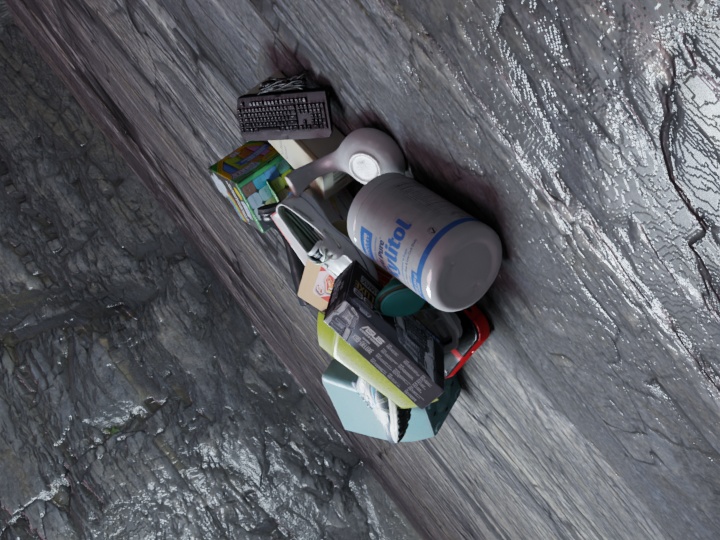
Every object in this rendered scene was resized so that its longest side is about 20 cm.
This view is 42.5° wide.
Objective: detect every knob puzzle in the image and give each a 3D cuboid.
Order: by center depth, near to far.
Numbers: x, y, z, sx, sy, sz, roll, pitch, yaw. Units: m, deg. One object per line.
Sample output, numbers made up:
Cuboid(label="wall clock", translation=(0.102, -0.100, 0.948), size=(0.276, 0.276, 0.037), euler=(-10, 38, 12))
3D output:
Cuboid(label="knob puzzle", translation=(0.000, 0.000, 1.482), size=(0.220, 0.030, 0.220), euler=(13, 116, 28))

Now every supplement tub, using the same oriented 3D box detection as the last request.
Cuboid(label="supplement tub", translation=(0.087, -0.042, 1.287), size=(0.200, 0.132, 0.132), euler=(37, 158, 44))

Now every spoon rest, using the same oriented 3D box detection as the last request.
Cuboid(label="spoon rest", translation=(-0.019, -0.159, 1.390), size=(0.200, 0.061, 0.099), euler=(-9, 121, 35))

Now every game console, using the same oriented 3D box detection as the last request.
Cuboid(label="game console", translation=(0.116, 0.067, 1.538), size=(0.200, 0.031, 0.177), euler=(50, 147, 14))

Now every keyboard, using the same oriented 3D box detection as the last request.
Cuboid(label="keyboard", translation=(-0.131, -0.256, 1.456), size=(0.200, 0.040, 0.104), euler=(3, 104, 38))

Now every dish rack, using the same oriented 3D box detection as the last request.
Cuboid(label="dish rack", translation=(0.082, 0.064, 1.514), size=(0.172, 0.044, 0.200), euler=(57, 147, 0))

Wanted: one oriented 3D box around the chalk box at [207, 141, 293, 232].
Cuboid(label="chalk box", translation=(-0.195, -0.168, 1.856), size=(0.200, 0.124, 0.125), euler=(30, 152, 54))

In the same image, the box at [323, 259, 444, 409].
Cuboid(label="box", translation=(0.039, 0.092, 1.366), size=(0.200, 0.050, 0.158), euler=(43, -162, -11))

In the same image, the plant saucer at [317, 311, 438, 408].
Cuboid(label="plant saucer", translation=(0.012, 0.150, 1.477), size=(0.200, 0.048, 0.200), euler=(38, 176, -11))

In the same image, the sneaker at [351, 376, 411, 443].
Cuboid(label="sneaker", translation=(0.034, 0.213, 1.650), size=(0.086, 0.078, 0.200), euler=(-6, 102, 23))

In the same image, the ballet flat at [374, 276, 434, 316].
Cuboid(label="ballet flat", translation=(0.087, 0.027, 1.373), size=(0.070, 0.200, 0.067), euler=(55, 131, 35))

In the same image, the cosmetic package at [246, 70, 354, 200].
Cuboid(label="cosmetic package", translation=(-0.097, -0.224, 1.537), size=(0.200, 0.073, 0.104), euler=(46, 163, 21))

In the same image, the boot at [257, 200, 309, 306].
Cuboid(label="boot", translation=(-0.124, -0.029, 1.712), size=(0.165, 0.066, 0.200), euler=(-30, -70, -71))

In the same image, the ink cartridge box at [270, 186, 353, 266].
Cuboid(label="ink cartridge box", translation=(-0.058, -0.094, 1.604), size=(0.067, 0.200, 0.117), euler=(-32, 97, 30))

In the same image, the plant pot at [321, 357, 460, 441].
Cuboid(label="plant pot", translation=(0.077, 0.218, 1.793), size=(0.200, 0.196, 0.196), euler=(18, 147, 30))

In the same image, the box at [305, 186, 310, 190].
Cuboid(label="box", translation=(-0.076, -0.082, 1.768), size=(0.200, 0.035, 0.110), euler=(68, -172, -46))

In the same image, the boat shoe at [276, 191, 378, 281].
Cuboid(label="boat shoe", translation=(-0.060, -0.034, 1.444), size=(0.200, 0.067, 0.074), euler=(46, 126, 7))
